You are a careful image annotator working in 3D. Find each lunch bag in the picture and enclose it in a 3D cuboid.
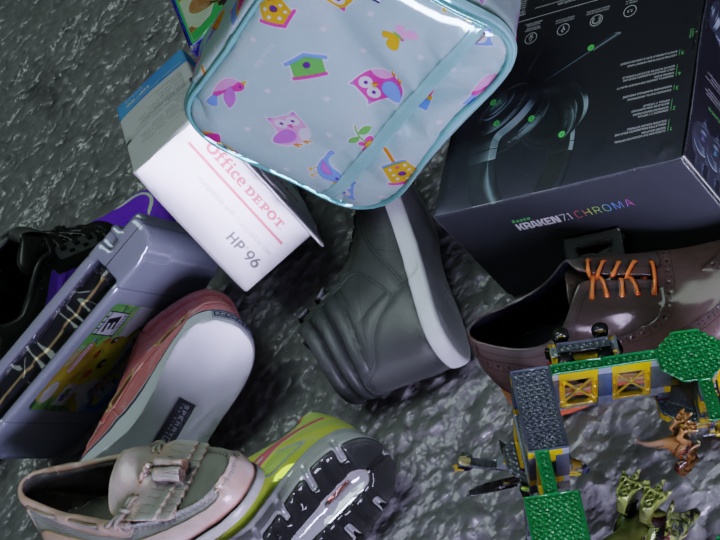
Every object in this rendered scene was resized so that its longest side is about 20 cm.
[{"bbox_3d":[-0.001,-0.129,1.263,0.200,0.160,0.077,-47,21,45],"label":"lunch bag"}]

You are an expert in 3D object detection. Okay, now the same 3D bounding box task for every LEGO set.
[{"bbox_3d":[0.142,0.135,1.108,0.153,0.116,0.200,-14,45,-6],"label":"LEGO set"}]

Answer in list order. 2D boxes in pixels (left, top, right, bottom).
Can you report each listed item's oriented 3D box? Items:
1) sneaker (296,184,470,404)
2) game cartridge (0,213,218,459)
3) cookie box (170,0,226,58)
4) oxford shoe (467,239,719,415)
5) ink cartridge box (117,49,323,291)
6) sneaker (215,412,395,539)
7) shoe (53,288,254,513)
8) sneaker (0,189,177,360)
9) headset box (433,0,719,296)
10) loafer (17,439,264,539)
[{"bbox_3d":[0.000,0.000,1.357,0.099,0.071,0.201,-28,46,15],"label":"sneaker"},{"bbox_3d":[-0.181,0.049,1.436,0.040,0.133,0.200,44,101,14],"label":"game cartridge"},{"bbox_3d":[0.003,-0.179,1.433,0.200,0.171,0.075,-38,41,11],"label":"cookie box"},{"bbox_3d":[0.153,0.022,1.195,0.199,0.073,0.071,-27,41,23],"label":"oxford shoe"},{"bbox_3d":[-0.096,-0.064,1.427,0.068,0.116,0.200,-41,21,5],"label":"ink cartridge box"},{"bbox_3d":[-0.068,0.163,1.287,0.200,0.078,0.090,-40,30,-1],"label":"sneaker"},{"bbox_3d":[-0.138,0.104,1.406,0.200,0.071,0.091,-56,15,7],"label":"shoe"},{"bbox_3d":[-0.209,-0.002,1.516,0.069,0.100,0.200,8,50,46],"label":"sneaker"},{"bbox_3d":[0.151,-0.093,1.282,0.174,0.093,0.201,-13,49,34],"label":"headset box"},{"bbox_3d":[-0.139,0.137,1.278,0.200,0.063,0.072,-21,30,48],"label":"loafer"}]
